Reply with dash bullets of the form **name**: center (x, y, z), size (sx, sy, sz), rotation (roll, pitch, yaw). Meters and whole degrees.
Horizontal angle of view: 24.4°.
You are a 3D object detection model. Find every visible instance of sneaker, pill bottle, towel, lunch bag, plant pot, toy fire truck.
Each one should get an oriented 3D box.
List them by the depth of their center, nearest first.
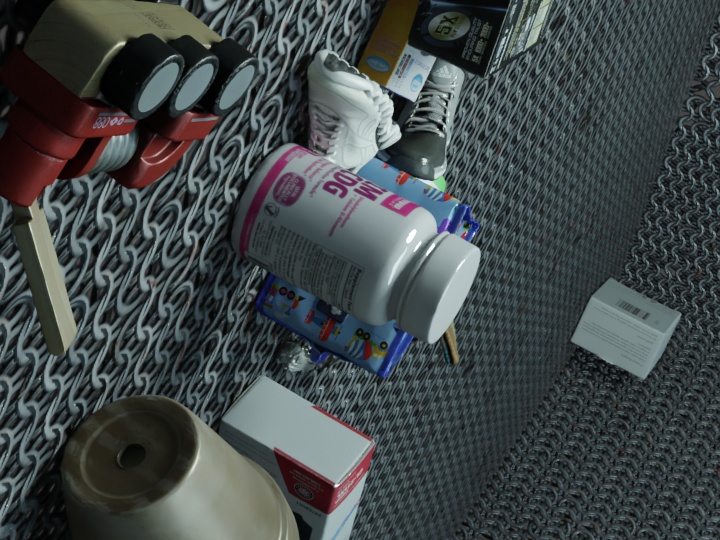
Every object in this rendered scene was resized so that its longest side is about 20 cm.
- **toy fire truck**: center (-0.162, -0.068, 1.029), size (0.200, 0.129, 0.176), rotation (-54, 169, 16)
- **plant pot**: center (-0.165, 0.201, 1.383), size (0.200, 0.200, 0.174), rotation (-55, 148, -28)
- **pill bottle**: center (-0.003, -0.022, 1.468), size (0.114, 0.200, 0.113), rotation (-56, 165, -24)
- **sneaker**: center (-0.016, -0.133, 1.499), size (0.081, 0.075, 0.200), rotation (-49, 162, -6)
- **lunch bag**: center (0.000, 0.000, 1.618), size (0.200, 0.150, 0.094), rotation (-62, 165, -4)
- **sneaker**: center (0.067, -0.170, 1.698), size (0.200, 0.075, 0.116), rotation (-73, 180, -69)
- **towel**: center (0.077, -0.013, 1.844), size (0.147, 0.022, 0.200), rotation (68, 13, -50)

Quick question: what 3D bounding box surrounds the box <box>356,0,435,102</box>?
- **box**: center (0.057, -0.244, 1.603), size (0.200, 0.041, 0.119), rotation (-66, 165, 6)

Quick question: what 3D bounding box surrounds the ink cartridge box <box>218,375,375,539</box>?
- **ink cartridge box**: center (-0.079, 0.232, 1.768), size (0.083, 0.145, 0.200), rotation (-47, 159, -42)

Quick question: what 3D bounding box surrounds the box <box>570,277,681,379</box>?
- **box**: center (0.635, 0.136, 3.974), size (0.200, 0.199, 0.131), rotation (-32, 147, -64)

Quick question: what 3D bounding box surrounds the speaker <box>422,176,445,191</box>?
- **speaker**: center (0.010, -0.027, 1.739), size (0.200, 0.088, 0.088), rotation (-59, 165, -15)

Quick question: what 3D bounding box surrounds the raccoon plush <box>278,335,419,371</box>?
- **raccoon plush**: center (-0.013, 0.023, 1.826), size (0.200, 0.134, 0.097), rotation (-7, 147, -34)

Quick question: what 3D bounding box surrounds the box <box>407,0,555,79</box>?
- **box**: center (0.137, -0.299, 1.537), size (0.164, 0.086, 0.200), rotation (-39, 151, -57)
